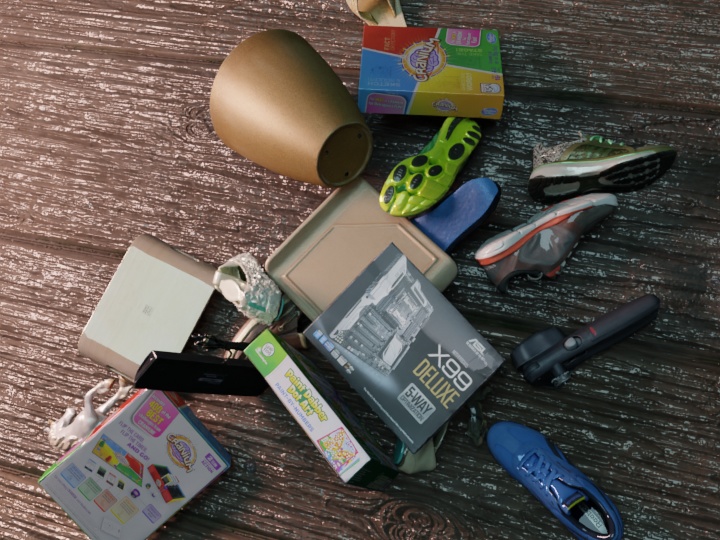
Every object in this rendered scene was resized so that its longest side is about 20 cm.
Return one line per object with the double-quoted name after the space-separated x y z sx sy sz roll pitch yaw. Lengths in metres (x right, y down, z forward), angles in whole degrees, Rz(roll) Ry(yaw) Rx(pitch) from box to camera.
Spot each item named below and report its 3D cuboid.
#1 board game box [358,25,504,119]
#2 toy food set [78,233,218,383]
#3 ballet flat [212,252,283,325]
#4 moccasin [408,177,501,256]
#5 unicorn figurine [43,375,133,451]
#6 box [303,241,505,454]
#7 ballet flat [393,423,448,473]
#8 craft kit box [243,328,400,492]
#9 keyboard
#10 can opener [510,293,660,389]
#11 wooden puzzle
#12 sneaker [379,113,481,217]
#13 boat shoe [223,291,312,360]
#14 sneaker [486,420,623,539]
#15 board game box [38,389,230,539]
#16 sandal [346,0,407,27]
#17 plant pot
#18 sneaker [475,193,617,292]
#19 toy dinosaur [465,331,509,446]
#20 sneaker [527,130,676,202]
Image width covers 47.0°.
0.098 -0.279 1.158 0.196 0.041 0.155 2 49 1 "board game box"
-0.297 0.063 1.196 0.142 0.060 0.202 26 82 8 "toy food set"
-0.160 0.017 1.105 0.072 0.072 0.199 -51 27 -6 "ballet flat"
0.112 -0.049 1.115 0.198 0.068 0.082 -31 80 27 "moccasin"
-0.350 0.217 1.141 0.199 0.074 0.138 37 95 15 "unicorn figurine"
0.053 0.093 1.009 0.158 0.050 0.200 -44 80 2 "box"
0.087 0.161 1.069 0.068 0.069 0.204 6 77 15 "ballet flat"
-0.042 0.177 1.016 0.048 0.200 0.198 -43 70 -3 "craft kit box"
-0.180 0.119 1.054 0.127 0.198 0.021 -44 52 33 "keyboard"
0.287 0.085 1.038 0.198 0.063 0.080 -27 68 4 "can opener"
0.000 0.000 1.091 0.185 0.037 0.200 -45 73 -6 "wooden puzzle"
0.097 -0.130 1.120 0.074 0.084 0.200 39 59 9 "sneaker"
-0.101 0.079 1.125 0.075 0.075 0.203 40 85 24 "boat shoe"
0.232 0.250 0.993 0.200 0.078 0.066 42 88 23 "sneaker"
-0.293 0.262 1.089 0.199 0.040 0.154 -40 100 -2 "board game box"
0.025 -0.404 1.249 0.077 0.070 0.214 -25 69 4 "sandal"
-0.077 -0.201 1.120 0.187 0.187 0.200 -46 51 -4 "plant pot"
0.252 -0.035 1.092 0.197 0.077 0.083 -26 97 7 "sneaker"
0.135 0.116 1.053 0.047 0.087 0.203 -30 83 48 "toy dinosaur"
0.317 -0.156 1.105 0.196 0.077 0.090 -7 63 9 "sneaker"
